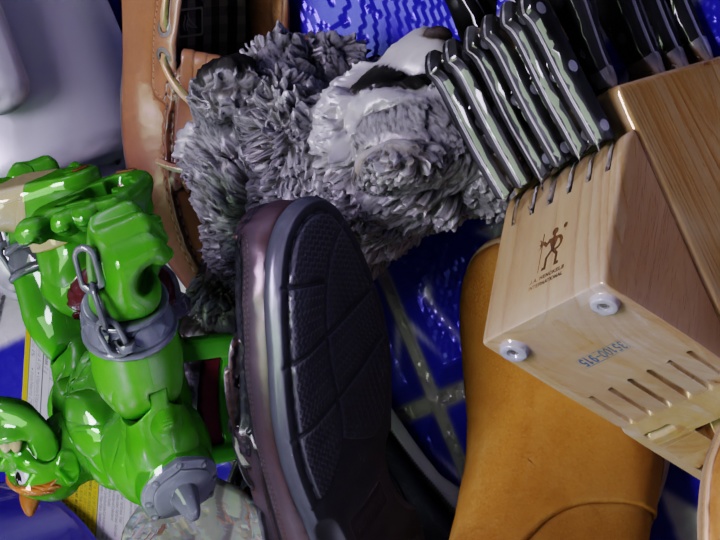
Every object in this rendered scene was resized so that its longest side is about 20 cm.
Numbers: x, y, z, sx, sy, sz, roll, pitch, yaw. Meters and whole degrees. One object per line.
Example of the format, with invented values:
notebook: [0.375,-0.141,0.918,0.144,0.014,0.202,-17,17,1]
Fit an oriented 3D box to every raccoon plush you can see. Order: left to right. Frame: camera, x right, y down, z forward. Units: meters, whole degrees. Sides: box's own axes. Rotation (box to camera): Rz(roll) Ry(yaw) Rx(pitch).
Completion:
raccoon plush: [0.000,0.000,1.022,0.134,0.096,0.201,40,133,51]

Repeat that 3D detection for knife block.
knife block: [0.110,-0.033,0.959,0.200,0.176,0.064,32,144,-25]

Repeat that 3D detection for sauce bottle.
sauce bottle: [-0.063,0.145,1.122,0.065,0.065,0.200,52,163,19]

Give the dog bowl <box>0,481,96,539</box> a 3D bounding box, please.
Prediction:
dog bowl: [-0.170,0.200,1.248,0.200,0.079,0.201,23,120,49]

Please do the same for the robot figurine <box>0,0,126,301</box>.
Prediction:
robot figurine: [-0.157,-0.090,1.153,0.170,0.113,0.201,132,115,-79]

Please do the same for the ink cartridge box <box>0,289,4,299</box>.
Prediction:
ink cartridge box: [-0.243,-0.013,1.263,0.200,0.116,0.067,38,127,30]

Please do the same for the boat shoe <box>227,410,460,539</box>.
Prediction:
boat shoe: [-0.019,0.090,1.113,0.199,0.066,0.075,47,133,23]

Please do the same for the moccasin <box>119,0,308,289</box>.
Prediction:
moccasin: [-0.050,-0.080,1.088,0.078,0.073,0.202,7,99,52]

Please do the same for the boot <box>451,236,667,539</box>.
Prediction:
boot: [0.053,0.097,0.976,0.071,0.144,0.202,-15,95,38]

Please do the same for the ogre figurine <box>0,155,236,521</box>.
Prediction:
ogre figurine: [-0.093,0.024,1.002,0.200,0.098,0.120,1,110,54]

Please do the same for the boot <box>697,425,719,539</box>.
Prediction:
boot: [0.180,0.044,0.845,0.144,0.071,0.202,-15,58,56]

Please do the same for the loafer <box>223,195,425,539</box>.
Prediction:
loafer: [-0.024,0.066,0.981,0.063,0.072,0.201,5,122,31]

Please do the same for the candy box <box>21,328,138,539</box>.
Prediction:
candy box: [-0.118,0.118,1.248,0.102,0.026,0.201,27,122,36]
